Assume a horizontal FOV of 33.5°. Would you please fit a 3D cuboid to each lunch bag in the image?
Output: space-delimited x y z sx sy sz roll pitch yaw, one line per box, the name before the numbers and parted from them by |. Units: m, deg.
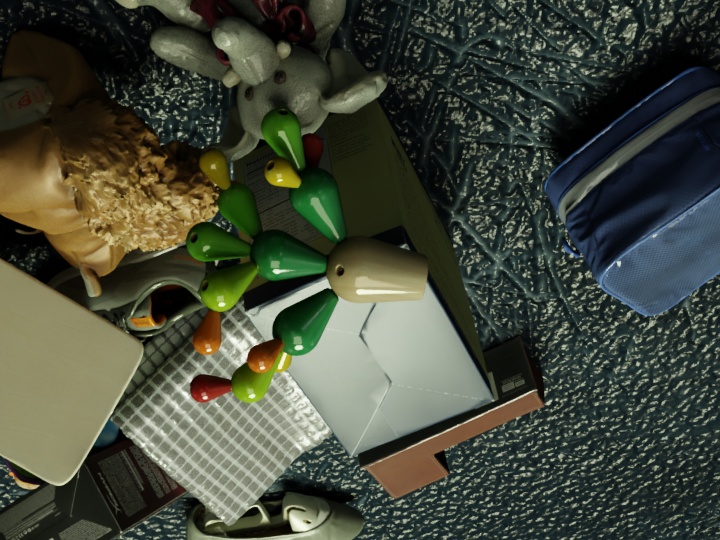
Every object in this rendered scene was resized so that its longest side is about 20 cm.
lunch bag | 0.257 -0.067 1.020 0.199 0.133 0.135 -36 144 20

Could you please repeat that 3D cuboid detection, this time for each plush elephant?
plush elephant | -0.069 -0.160 0.852 0.164 0.156 0.200 -29 130 16

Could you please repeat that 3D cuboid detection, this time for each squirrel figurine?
squirrel figurine | -0.205 -0.058 0.909 0.198 0.142 0.188 15 147 24

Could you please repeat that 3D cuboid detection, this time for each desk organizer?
desk organizer | 0.097 0.155 1.234 0.198 0.072 0.077 -26 134 14

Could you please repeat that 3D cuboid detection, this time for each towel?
towel | -0.122 0.129 1.110 0.166 0.085 0.200 -47 130 -9

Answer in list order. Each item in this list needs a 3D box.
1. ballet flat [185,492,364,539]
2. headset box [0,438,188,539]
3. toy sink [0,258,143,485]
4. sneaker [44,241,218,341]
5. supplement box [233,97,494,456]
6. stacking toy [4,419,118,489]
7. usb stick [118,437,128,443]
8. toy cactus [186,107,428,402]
ballet flat | -0.094 0.276 1.313 0.197 0.068 0.064 -6 126 -5
headset box | -0.253 0.223 1.126 0.148 0.200 0.078 -32 87 15
toy sink | -0.288 0.074 0.970 0.199 0.131 0.112 29 166 -2
sneaker | -0.215 0.031 1.055 0.198 0.080 0.074 -25 133 14
supplement box | 0.000 0.000 0.982 0.133 0.201 0.201 -22 133 11
stacking toy | -0.309 0.164 1.159 0.115 0.111 0.201 9 141 -21
usb stick | -0.208 0.179 1.225 0.199 0.033 0.055 -34 122 20
toy cactus | -0.038 -0.003 0.816 0.163 0.102 0.203 8 87 -6
